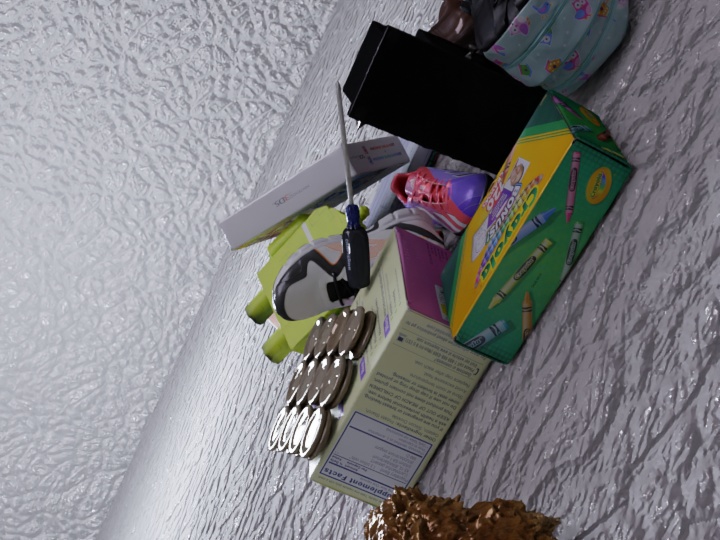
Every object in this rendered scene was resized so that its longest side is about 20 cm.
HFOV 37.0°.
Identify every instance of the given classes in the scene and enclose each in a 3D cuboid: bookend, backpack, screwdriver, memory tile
[{"bbox_3d":[0.069,-0.195,1.090,0.093,0.196,0.201,-63,24,20],"label":"bookend"},{"bbox_3d":[0.176,-0.260,1.007,0.168,0.125,0.202,-58,14,37],"label":"backpack"},{"bbox_3d":[-0.010,-0.080,1.044,0.029,0.027,0.204,-135,38,-69],"label":"screwdriver"},{"bbox_3d":[-0.042,0.112,1.070,0.156,0.017,0.200,-69,13,-12],"label":"memory tile"}]

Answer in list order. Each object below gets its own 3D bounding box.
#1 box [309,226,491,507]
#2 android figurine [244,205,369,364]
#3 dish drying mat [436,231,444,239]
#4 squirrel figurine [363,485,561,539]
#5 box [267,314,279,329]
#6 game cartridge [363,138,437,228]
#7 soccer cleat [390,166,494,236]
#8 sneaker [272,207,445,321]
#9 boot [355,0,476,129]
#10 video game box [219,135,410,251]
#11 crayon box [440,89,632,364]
[{"bbox_3d":[0.034,0.093,1.045,0.202,0.095,0.177,-61,14,21],"label":"box"},{"bbox_3d":[-0.051,0.010,1.245,0.200,0.041,0.183,-46,51,19],"label":"android figurine"},{"bbox_3d":[0.007,0.000,1.239,0.197,0.018,0.078,-7,69,37],"label":"dish drying mat"},{"bbox_3d":[0.051,0.234,0.671,0.186,0.140,0.203,-5,65,68],"label":"squirrel figurine"},{"bbox_3d":[-0.036,0.028,1.409,0.155,0.105,0.200,-67,14,-1],"label":"box"},{"bbox_3d":[0.062,-0.133,1.449,0.203,0.038,0.130,-66,17,5],"label":"game cartridge"},{"bbox_3d":[0.087,-0.082,1.174,0.069,0.072,0.200,-66,13,-2],"label":"soccer cleat"},{"bbox_3d":[0.000,0.000,1.129,0.197,0.075,0.080,-27,37,-8],"label":"sneaker"},{"bbox_3d":[0.057,-0.245,1.266,0.199,0.065,0.186,-39,11,-1],"label":"boot"},{"bbox_3d":[-0.055,-0.099,1.349,0.198,0.047,0.182,-29,0,25],"label":"video game box"},{"bbox_3d":[0.142,-0.037,0.914,0.202,0.057,0.119,-61,14,23],"label":"crayon box"}]
